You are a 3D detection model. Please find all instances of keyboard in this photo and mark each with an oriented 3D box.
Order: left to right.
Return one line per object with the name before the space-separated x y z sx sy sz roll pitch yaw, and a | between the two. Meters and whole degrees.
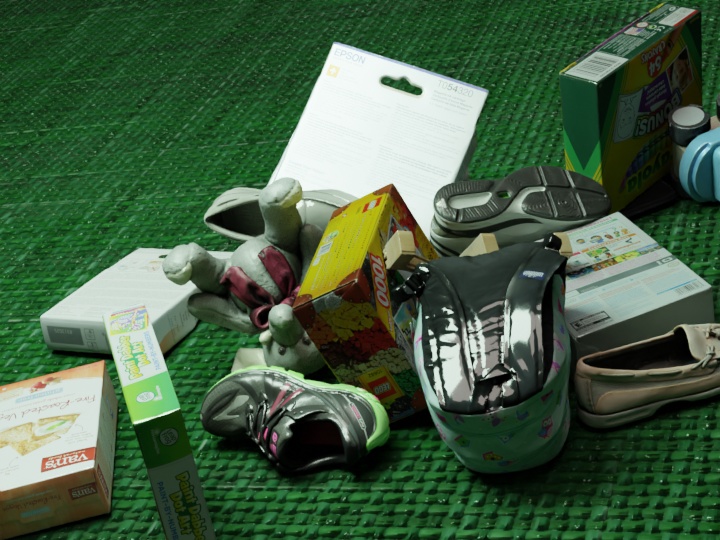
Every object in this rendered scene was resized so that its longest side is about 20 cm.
keyboard | 0.251 -0.076 1.717 0.198 0.021 0.127 -19 34 -12

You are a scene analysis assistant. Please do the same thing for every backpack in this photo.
backpack | 0.124 0.078 1.338 0.165 0.127 0.201 -16 41 14

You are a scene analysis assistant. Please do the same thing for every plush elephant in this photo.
plush elephant | -0.084 0.041 1.519 0.164 0.201 0.155 -30 52 -4

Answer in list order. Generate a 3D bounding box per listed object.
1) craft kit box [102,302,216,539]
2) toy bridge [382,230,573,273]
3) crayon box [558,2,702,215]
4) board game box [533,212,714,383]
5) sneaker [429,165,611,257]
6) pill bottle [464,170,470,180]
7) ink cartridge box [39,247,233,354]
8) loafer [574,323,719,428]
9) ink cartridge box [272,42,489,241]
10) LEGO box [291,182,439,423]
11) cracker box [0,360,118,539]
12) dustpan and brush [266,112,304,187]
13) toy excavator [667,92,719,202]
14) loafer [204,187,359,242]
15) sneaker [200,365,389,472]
craft kit box | -0.166 0.158 1.272 0.048 0.199 0.200 -19 28 -8
toy bridge | 0.112 -0.010 1.445 0.198 0.067 0.027 0 61 -27
crayon box | 0.309 -0.180 1.676 0.058 0.174 0.199 22 45 40
board game box | 0.240 0.025 1.484 0.146 0.065 0.200 -18 29 -10
sneaker | 0.165 -0.045 1.603 0.198 0.116 0.076 -5 51 -13
pill bottle | 0.029 -0.110 1.779 0.198 0.112 0.111 -12 27 3
ink cartridge box | -0.247 0.034 1.721 0.161 0.051 0.200 2 23 29
loafer | 0.286 0.082 1.354 0.198 0.063 0.072 -20 27 -12
ink cartridge box | 0.022 -0.132 1.652 0.195 0.043 0.202 20 78 17
LEGO box | 0.021 0.032 1.460 0.077 0.150 0.201 -24 22 24
cracker box | -0.311 0.174 1.460 0.133 0.058 0.200 -14 28 0
dustpan and brush | 0.001 -0.110 1.693 0.199 0.057 0.141 25 81 9
toy excavator | 0.458 -0.115 1.633 0.193 0.101 0.200 -22 41 -11
loafer | -0.075 -0.051 1.596 0.198 0.071 0.070 3 21 29
sneaker | -0.072 0.141 1.394 0.198 0.077 0.084 2 27 29
